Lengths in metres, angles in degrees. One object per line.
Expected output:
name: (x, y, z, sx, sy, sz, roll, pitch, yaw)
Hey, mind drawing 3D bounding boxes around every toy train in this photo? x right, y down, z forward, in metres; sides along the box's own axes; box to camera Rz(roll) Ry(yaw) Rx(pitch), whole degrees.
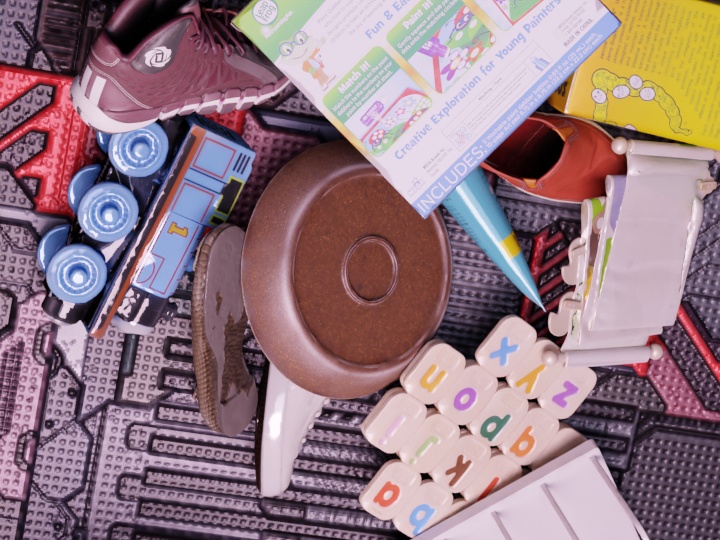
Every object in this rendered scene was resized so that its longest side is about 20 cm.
toy train: (-0.166, -0.039, 1.582, 0.114, 0.087, 0.200, 24, 98, -21)

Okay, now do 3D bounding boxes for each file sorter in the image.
file sorter: (0.145, 0.264, 1.671, 0.200, 0.125, 0.139, -29, 126, -2)

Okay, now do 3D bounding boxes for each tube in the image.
tube: (0.085, -0.056, 1.630, 0.050, 0.077, 0.200, -32, 103, 8)

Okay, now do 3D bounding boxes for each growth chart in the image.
growth chart: (0.217, -0.013, 1.660, 0.144, 0.018, 0.201, 9, 102, -37)

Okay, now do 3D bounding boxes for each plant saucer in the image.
plant saucer: (0.000, 0.000, 1.599, 0.200, 0.034, 0.201, -3, 95, -37)

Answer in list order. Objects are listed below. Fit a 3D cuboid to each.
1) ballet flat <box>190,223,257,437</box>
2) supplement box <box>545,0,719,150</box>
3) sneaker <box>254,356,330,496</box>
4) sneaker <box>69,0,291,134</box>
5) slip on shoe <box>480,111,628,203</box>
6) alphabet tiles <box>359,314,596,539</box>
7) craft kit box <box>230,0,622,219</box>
ballet flat: (-0.111, 0.045, 1.603, 0.067, 0.046, 0.200, -39, 142, -36)
supplement box: (0.249, -0.159, 1.612, 0.199, 0.109, 0.110, 13, 101, -12)
sneaker: (-0.035, 0.086, 1.640, 0.084, 0.073, 0.201, 9, 101, -10)
sneaker: (-0.111, -0.170, 1.512, 0.200, 0.116, 0.076, -24, 65, -31)
slip on shoe: (0.141, -0.090, 1.608, 0.200, 0.061, 0.074, 20, 109, -43)
alphabet tiles: (0.094, 0.133, 1.672, 0.200, 0.015, 0.196, 34, 96, -37)
craft kit box: (0.046, -0.176, 1.476, 0.200, 0.049, 0.198, -44, 98, 5)
